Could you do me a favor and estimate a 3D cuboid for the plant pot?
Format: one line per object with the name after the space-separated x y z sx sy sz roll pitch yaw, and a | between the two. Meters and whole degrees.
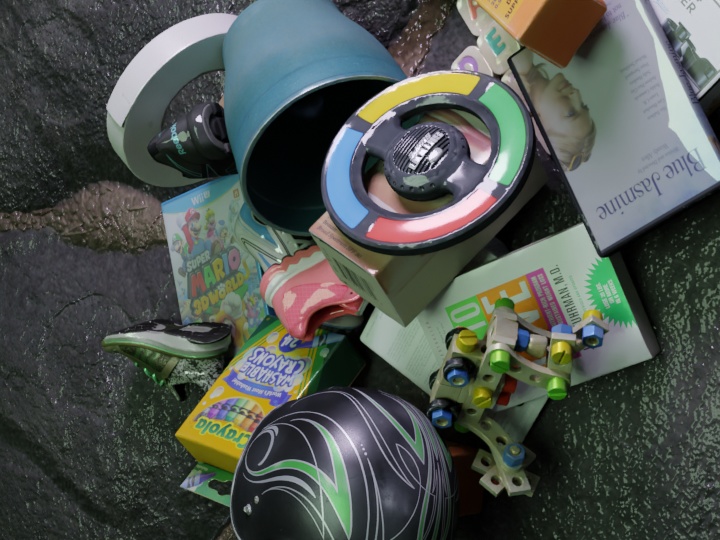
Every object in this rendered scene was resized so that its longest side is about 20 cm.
-0.051 -0.171 1.595 0.200 0.199 0.188 -53 44 29 | plant pot

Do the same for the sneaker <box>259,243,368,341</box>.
0.000 0.000 1.594 0.200 0.074 0.087 -34 60 10 | sneaker

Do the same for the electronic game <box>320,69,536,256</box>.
0.058 -0.098 1.426 0.199 0.042 0.201 -12 52 16 | electronic game

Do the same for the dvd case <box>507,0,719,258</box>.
0.218 -0.130 1.371 0.142 0.017 0.201 -33 75 36 | dvd case

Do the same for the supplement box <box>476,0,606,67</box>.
0.126 -0.257 1.396 0.067 0.069 0.200 -55 39 16 | supplement box

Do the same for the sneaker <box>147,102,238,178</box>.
-0.149 -0.133 1.672 0.079 0.200 0.076 -22 80 19 | sneaker

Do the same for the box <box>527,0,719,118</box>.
0.250 -0.170 1.391 0.200 0.060 0.117 -47 67 32 | box

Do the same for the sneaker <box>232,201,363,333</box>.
-0.064 -0.010 1.682 0.200 0.072 0.073 46 127 30 | sneaker

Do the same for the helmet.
-0.002 0.208 1.467 0.190 0.199 0.201 9 97 43 | helmet

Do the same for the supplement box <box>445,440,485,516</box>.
0.028 0.194 1.607 0.199 0.066 0.069 6 95 42 | supplement box

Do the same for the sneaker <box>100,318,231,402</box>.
-0.221 0.105 1.811 0.199 0.077 0.089 2 102 45 | sneaker

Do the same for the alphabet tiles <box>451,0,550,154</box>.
0.169 -0.216 1.503 0.200 0.015 0.196 -44 62 34 | alphabet tiles

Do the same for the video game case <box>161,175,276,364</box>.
-0.157 0.003 1.804 0.143 0.018 0.201 -19 78 42 | video game case

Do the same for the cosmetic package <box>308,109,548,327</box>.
0.064 -0.061 1.482 0.200 0.087 0.103 -46 49 -13 | cosmetic package

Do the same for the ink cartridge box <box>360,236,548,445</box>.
0.113 0.055 1.552 0.200 0.047 0.161 37 115 21 | ink cartridge box

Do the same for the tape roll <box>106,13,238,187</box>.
-0.173 -0.176 1.691 0.037 0.202 0.203 48 121 31 | tape roll

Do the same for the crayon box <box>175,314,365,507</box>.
-0.101 0.144 1.649 0.125 0.052 0.200 12 58 45 | crayon box

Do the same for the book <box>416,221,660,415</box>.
0.159 0.047 1.472 0.199 0.048 0.134 -24 89 31 | book

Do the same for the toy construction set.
0.131 0.107 1.435 0.092 0.130 0.201 -86 9 -56 | toy construction set
